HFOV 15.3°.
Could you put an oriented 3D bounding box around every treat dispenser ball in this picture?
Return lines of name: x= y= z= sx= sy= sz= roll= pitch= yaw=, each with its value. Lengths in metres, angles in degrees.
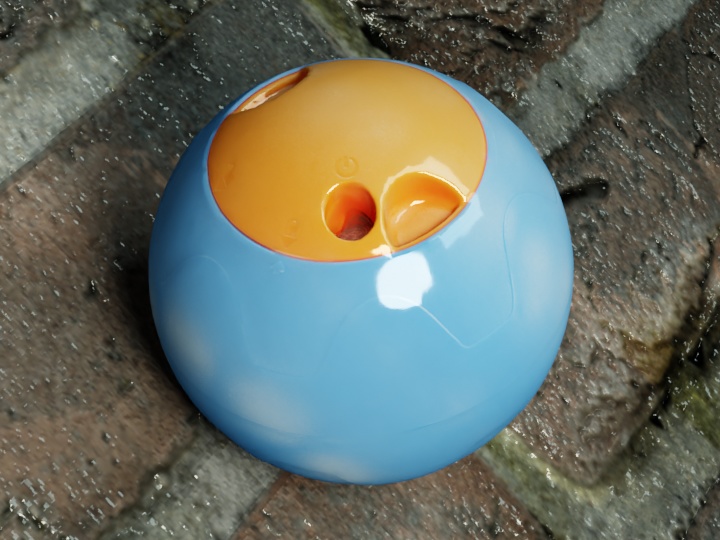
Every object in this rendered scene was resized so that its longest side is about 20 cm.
treat dispenser ball: x=0.000 y=0.000 z=1.261 sx=0.201 sy=0.201 sz=0.201 roll=32 pitch=34 yaw=-25
